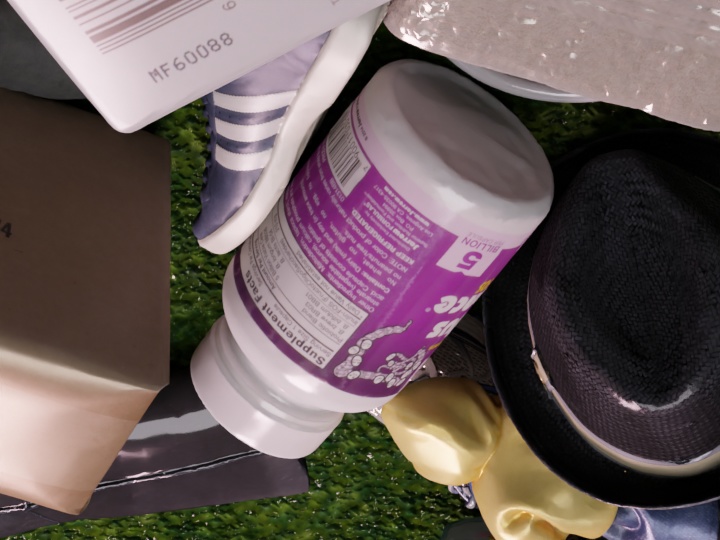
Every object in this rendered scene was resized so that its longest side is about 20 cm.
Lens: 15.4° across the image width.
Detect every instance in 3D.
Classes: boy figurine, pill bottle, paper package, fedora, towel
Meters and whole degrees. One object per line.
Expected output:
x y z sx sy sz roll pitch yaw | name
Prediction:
0.106 0.105 1.391 0.199 0.064 0.125 11 92 1 | boy figurine
0.000 0.000 1.347 0.112 0.113 0.200 24 122 -25 | pill bottle
-0.199 -0.003 1.281 0.199 0.191 0.104 19 131 -20 | paper package
0.143 0.013 1.313 0.200 0.201 0.092 -15 160 9 | fedora
0.125 -0.137 1.217 0.199 0.035 0.133 15 128 -17 | towel

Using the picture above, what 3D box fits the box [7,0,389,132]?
-0.072 -0.210 1.115 0.199 0.172 0.199 -25 129 16 | box

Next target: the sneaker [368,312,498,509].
0.064 0.084 1.457 0.199 0.085 0.077 25 126 -24 | sneaker

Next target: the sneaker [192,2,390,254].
-0.055 -0.092 1.304 0.084 0.075 0.200 30 133 -3 | sneaker

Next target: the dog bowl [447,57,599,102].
0.106 -0.163 1.252 0.199 0.059 0.201 -2 134 -3 | dog bowl

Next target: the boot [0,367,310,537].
-0.137 0.076 1.444 0.199 0.066 0.165 -8 141 6 | boot

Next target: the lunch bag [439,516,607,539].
0.128 0.182 1.498 0.199 0.160 0.077 -1 104 11 | lunch bag

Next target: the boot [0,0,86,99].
-0.188 -0.067 1.216 0.181 0.201 0.073 19 129 -21 | boot
